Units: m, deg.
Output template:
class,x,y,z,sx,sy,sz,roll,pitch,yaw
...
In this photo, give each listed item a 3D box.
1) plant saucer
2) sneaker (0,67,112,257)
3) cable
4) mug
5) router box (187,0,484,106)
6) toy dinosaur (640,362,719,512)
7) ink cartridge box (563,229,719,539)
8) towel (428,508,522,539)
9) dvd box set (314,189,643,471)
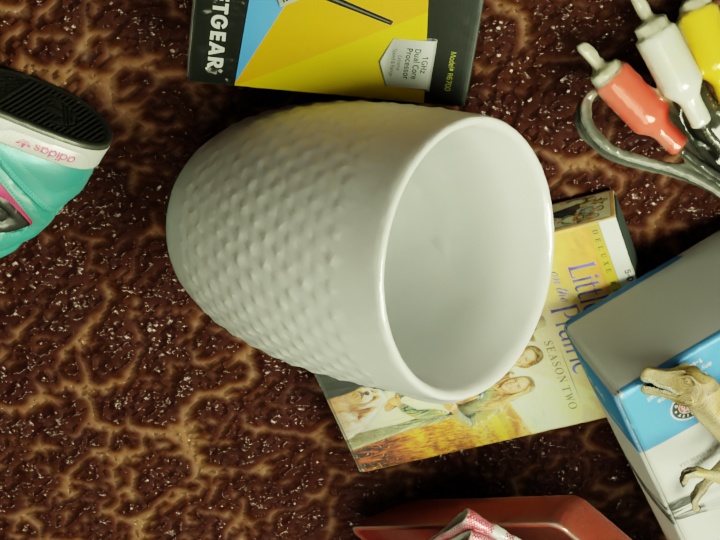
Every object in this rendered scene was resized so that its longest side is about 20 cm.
class,x,y,z,sx,sy,sz,roll,pitch,yaw
plant saucer,0.125,0.194,1.539,0.200,0.037,0.200,41,153,-26
sneaker,-0.248,-0.065,1.367,0.200,0.084,0.121,23,117,-17
cable,0.188,-0.056,1.330,0.097,0.050,0.200,-37,89,2
mug,0.000,0.000,1.353,0.175,0.148,0.200,10,144,39
router box,-0.007,-0.182,1.277,0.149,0.051,0.200,4,129,-4
toy dinosaur,0.240,0.096,1.366,0.200,0.058,0.101,6,114,-24
ink cartridge box,0.223,0.084,1.438,0.146,0.086,0.200,-30,127,-3
towel,0.121,0.204,1.491,0.200,0.030,0.146,28,157,-9
dvd box set,0.071,0.039,1.469,0.200,0.029,0.146,-13,127,13
